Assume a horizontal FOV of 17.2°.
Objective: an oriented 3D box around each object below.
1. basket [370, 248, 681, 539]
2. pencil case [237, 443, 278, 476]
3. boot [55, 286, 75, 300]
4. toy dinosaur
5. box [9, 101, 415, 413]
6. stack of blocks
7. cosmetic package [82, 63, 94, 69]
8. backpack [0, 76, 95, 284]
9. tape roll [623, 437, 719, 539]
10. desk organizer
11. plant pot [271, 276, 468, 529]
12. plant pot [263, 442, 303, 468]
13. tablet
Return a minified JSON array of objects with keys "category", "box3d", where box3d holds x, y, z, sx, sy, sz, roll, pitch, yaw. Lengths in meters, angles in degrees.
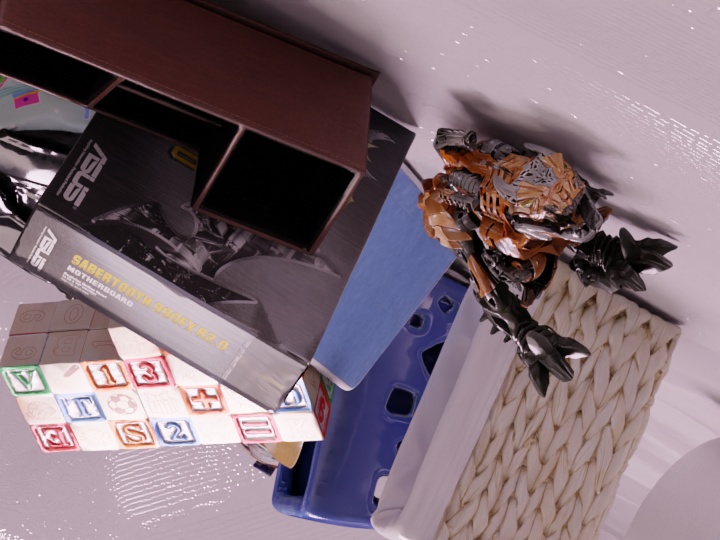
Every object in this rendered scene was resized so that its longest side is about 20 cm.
[{"category":"basket","box3d":[0.104,0.095,1.488,0.123,0.201,0.136,23,175,-4]},{"category":"pencil case","box3d":[-0.024,0.077,1.933,0.089,0.200,0.078,43,164,-12]},{"category":"boot","box3d":[-0.149,-0.003,1.653,0.210,0.080,0.158,29,168,22]},{"category":"toy dinosaur","box3d":[0.081,-0.026,1.216,0.136,0.102,0.200,46,-172,-15]},{"category":"box","box3d":[-0.072,-0.040,1.246,0.158,0.200,0.048,31,133,-4]},{"category":"stack of blocks","box3d":[-0.126,0.055,1.530,0.199,0.059,0.115,-4,134,16]},{"category":"cosmetic package","box3d":[-0.206,-0.174,1.271,0.199,0.071,0.105,29,173,-1]},{"category":"backpack","box3d":[-0.141,-0.068,1.394,0.199,0.127,0.167,14,139,-21]},{"category":"tape roll","box3d":[0.293,0.234,1.696,0.139,0.203,0.202,23,172,44]},{"category":"desk organizer","box3d":[-0.095,-0.087,1.180,0.199,0.077,0.072,21,131,-16]},{"category":"plant pot","box3d":[0.048,0.105,1.776,0.179,0.201,0.200,15,175,-9]},{"category":"plant pot","box3d":[-0.053,0.045,1.766,0.027,0.201,0.200,6,177,-8]},{"category":"tablet","box3d":[0.000,0.000,1.471,0.014,0.130,0.200,36,177,25]}]
